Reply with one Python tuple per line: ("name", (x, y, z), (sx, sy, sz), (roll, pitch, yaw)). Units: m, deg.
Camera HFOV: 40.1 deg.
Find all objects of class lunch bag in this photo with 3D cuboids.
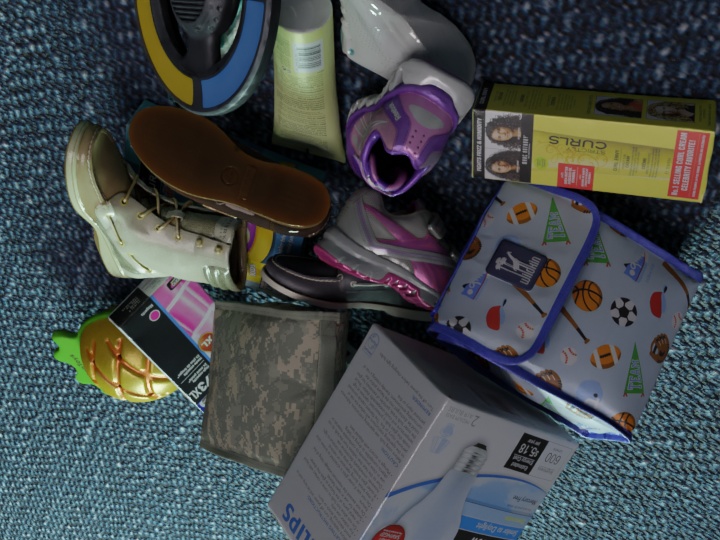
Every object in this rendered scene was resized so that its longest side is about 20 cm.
("lunch bag", (0.175, 0.031, 0.875), (0.198, 0.172, 0.124), (31, 167, -5))
("lunch bag", (-0.075, 0.118, 1.008), (0.116, 0.168, 0.199), (7, 179, -32))

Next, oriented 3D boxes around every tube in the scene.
("tube", (-0.050, -0.163, 0.874), (0.058, 0.051, 0.201), (54, 163, 24))

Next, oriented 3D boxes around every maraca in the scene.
("maraca", (-0.281, 0.101, 1.172), (0.197, 0.108, 0.138), (-13, 126, 30))

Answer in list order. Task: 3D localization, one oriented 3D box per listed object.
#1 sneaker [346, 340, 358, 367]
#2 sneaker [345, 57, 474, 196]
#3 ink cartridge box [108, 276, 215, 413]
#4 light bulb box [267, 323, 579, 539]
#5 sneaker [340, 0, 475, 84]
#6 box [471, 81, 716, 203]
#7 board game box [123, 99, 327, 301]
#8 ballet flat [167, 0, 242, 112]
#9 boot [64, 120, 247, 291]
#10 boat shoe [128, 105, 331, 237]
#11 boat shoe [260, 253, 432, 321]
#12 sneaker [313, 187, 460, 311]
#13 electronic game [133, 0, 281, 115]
("sneaker", (-0.019, 0.162, 1.140), (0.074, 0.089, 0.202), (-10, 125, 30))
("sneaker", (0.025, -0.104, 0.846), (0.079, 0.090, 0.200), (24, 164, -11))
("ink cartridge box", (-0.187, 0.081, 1.104), (0.037, 0.095, 0.201), (30, 161, 43))
("light bulb box", (0.057, 0.186, 0.898), (0.196, 0.125, 0.202), (22, 103, -39))
("sneaker", (0.007, -0.213, 0.809), (0.088, 0.076, 0.201), (-13, 127, 44))
("box", (0.195, -0.110, 0.837), (0.196, 0.051, 0.076), (8, 132, 14))
("board game box", (-0.146, -0.067, 1.010), (0.197, 0.047, 0.152), (21, 134, 2))
("ballet flat", (-0.106, -0.210, 0.865), (0.071, 0.072, 0.200), (35, 136, -12))
("boot", (-0.190, -0.057, 0.949), (0.151, 0.073, 0.202), (9, 143, 14))
("boat shoe", (-0.120, -0.084, 0.909), (0.197, 0.071, 0.070), (28, 171, -1))
("boat shoe", (0.000, 0.000, 0.983), (0.196, 0.073, 0.064), (10, 115, -15))
("sneaker", (0.059, -0.014, 0.922), (0.197, 0.090, 0.081), (25, 176, -21))
("electronic game", (-0.128, -0.228, 0.797), (0.198, 0.041, 0.204), (15, 110, 46))
